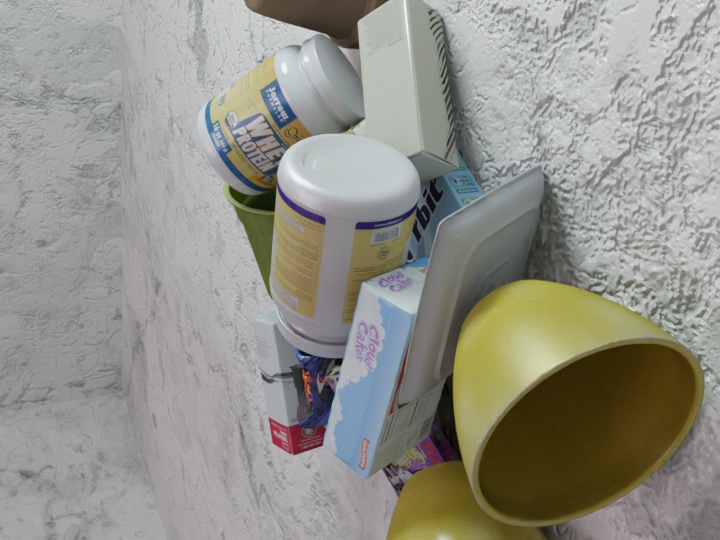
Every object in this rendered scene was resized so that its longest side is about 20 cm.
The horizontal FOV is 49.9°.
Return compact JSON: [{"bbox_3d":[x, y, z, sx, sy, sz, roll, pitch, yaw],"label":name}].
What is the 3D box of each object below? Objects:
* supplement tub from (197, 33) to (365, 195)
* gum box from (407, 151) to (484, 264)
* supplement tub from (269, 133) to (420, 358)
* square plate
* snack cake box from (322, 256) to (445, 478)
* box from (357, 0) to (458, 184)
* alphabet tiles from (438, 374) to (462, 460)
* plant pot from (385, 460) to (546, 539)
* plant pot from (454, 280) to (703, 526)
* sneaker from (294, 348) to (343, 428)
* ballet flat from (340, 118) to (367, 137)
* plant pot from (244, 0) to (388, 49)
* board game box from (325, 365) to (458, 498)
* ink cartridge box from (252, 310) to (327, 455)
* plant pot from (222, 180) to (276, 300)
[{"bbox_3d":[-0.102,-0.206,1.027,0.199,0.144,0.146,-29,66,24],"label":"supplement tub"},{"bbox_3d":[0.086,-0.056,0.929,0.201,0.044,0.171,64,149,32],"label":"gum box"},{"bbox_3d":[-0.021,-0.024,0.811,0.146,0.144,0.201,54,144,44],"label":"supplement tub"},{"bbox_3d":[0.115,0.015,0.745,0.028,0.199,0.200,27,125,27],"label":"square plate"},{"bbox_3d":[0.037,0.099,0.793,0.067,0.115,0.202,30,120,31],"label":"snack cake box"},{"bbox_3d":[0.052,-0.201,0.871,0.082,0.068,0.202,-18,68,40],"label":"box"},{"bbox_3d":[0.147,0.181,0.907,0.200,0.007,0.169,6,102,63],"label":"alphabet tiles"},{"bbox_3d":[0.106,0.294,0.837,0.201,0.198,0.143,112,155,-45],"label":"plant pot"},{"bbox_3d":[0.158,0.091,0.651,0.142,0.198,0.202,-117,31,-51],"label":"plant pot"},{"bbox_3d":[-0.054,0.121,1.014,0.075,0.078,0.202,54,132,55],"label":"sneaker"},{"bbox_3d":[0.011,-0.155,0.930,0.200,0.070,0.071,-62,-26,-72],"label":"ballet flat"},{"bbox_3d":[-0.061,-0.390,0.997,0.200,0.173,0.202,28,121,60],"label":"plant pot"},{"bbox_3d":[0.048,0.199,0.948,0.119,0.032,0.201,-18,108,44],"label":"board game box"},{"bbox_3d":[-0.070,0.156,1.173,0.083,0.144,0.202,6,106,63],"label":"ink cartridge box"},{"bbox_3d":[-0.094,-0.054,1.166,0.200,0.198,0.191,48,150,49],"label":"plant pot"}]
